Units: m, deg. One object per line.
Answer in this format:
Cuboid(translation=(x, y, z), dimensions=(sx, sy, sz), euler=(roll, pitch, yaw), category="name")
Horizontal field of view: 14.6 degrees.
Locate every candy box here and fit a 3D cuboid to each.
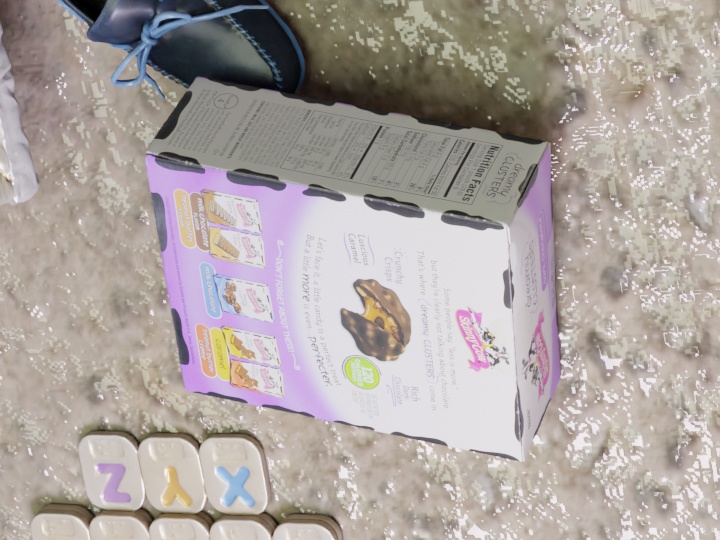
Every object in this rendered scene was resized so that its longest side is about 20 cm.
Cuboid(translation=(0.000, 0.000, 1.462), dimensions=(0.199, 0.072, 0.168), euler=(11, 134, 18), category="candy box")

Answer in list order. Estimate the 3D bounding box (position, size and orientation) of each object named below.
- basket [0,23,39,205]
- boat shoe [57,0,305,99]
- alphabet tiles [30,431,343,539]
Cuboid(translation=(-0.306, -0.111, 1.489), dimensions=(0.197, 0.160, 0.201), euler=(6, 114, 43), category="basket")
Cuboid(translation=(-0.125, -0.139, 1.482), dimensions=(0.199, 0.069, 0.084), euler=(31, 120, 8), category="boat shoe")
Cuboid(translation=(-0.098, 0.187, 1.643), dimensions=(0.199, 0.015, 0.197), euler=(0, 112, 22), category="alphabet tiles")
